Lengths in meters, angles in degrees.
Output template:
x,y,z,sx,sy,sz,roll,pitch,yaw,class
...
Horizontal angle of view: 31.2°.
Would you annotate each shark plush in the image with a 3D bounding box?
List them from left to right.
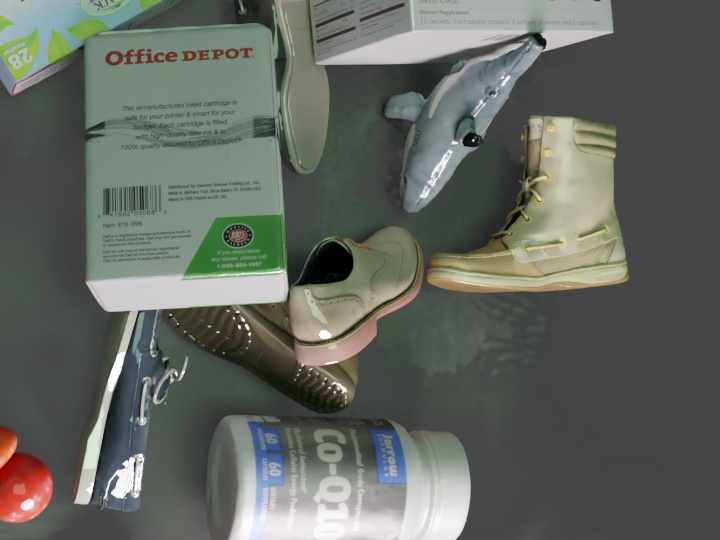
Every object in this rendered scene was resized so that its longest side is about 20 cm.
x,y,z,sx,sy,sz,roll,pitch,yaw,class
0.099,-0.125,1.081,0.091,0.200,0.083,33,47,-27,shark plush

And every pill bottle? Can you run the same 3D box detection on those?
x,y,z,sx,sy,sz,roll,pitch,yaw,class
-0.019,0.178,1.066,0.200,0.114,0.114,4,89,-20,pill bottle

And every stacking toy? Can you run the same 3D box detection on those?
x,y,z,sx,sy,sz,roll,pitch,yaw,class
-0.311,0.113,0.986,0.085,0.085,0.200,-44,111,-15,stacking toy

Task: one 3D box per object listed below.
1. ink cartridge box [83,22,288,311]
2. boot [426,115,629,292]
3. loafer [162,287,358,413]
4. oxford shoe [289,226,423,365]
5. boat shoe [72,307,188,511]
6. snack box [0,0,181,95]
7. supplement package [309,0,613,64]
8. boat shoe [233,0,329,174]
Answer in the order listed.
x,y,z,sx,sy,sz,roll,pitch,yaw,class
-0.132,-0.078,0.983,0.146,0.083,0.200,-3,73,-2,ink cartridge box
0.147,-0.059,1.148,0.200,0.073,0.156,-3,92,-22,boot
-0.084,0.041,1.068,0.200,0.076,0.067,39,43,-9,loafer
0.000,0.000,1.046,0.071,0.200,0.074,-5,113,23,oxford shoe
-0.179,0.094,1.028,0.062,0.075,0.200,13,87,-18,boat shoe
-0.231,-0.261,1.012,0.200,0.068,0.169,-33,98,-16,snack box
0.080,-0.236,1.062,0.200,0.156,0.111,-7,92,-31,supplement package
-0.070,-0.180,1.086,0.067,0.057,0.200,-15,100,-55,boat shoe
